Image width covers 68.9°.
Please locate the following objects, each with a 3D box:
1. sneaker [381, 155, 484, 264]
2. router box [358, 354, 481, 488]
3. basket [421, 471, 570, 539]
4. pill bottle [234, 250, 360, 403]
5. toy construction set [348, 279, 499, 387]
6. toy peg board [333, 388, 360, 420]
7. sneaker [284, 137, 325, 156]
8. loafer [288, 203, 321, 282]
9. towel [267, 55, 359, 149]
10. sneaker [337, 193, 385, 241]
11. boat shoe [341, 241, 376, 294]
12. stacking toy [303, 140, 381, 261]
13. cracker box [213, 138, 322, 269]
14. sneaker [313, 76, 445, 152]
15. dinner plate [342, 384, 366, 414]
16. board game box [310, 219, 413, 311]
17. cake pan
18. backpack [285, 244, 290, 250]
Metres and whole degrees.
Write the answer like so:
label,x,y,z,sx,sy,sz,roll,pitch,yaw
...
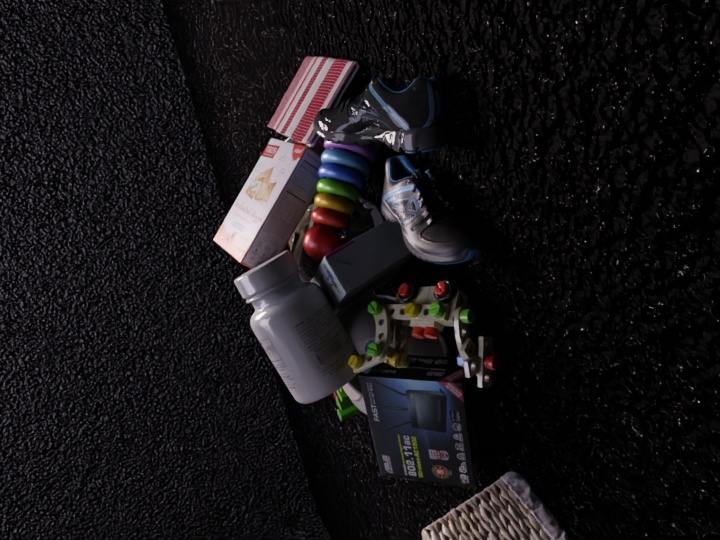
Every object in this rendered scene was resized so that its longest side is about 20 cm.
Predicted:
label,x,y,z,sx,sy,sz,roll,pitch,yaw
sneaker,0.077,-0.076,0.645,0.200,0.073,0.082,47,150,49
router box,0.092,0.220,0.775,0.150,0.062,0.200,-1,116,23
basket,0.190,0.417,0.681,0.200,0.161,0.198,-128,25,-47
pill bottle,-0.092,0.078,0.756,0.200,0.114,0.114,60,162,-8
toy construction set,0.084,0.084,0.688,0.200,0.131,0.092,4,158,33
toy peg board,-0.033,0.231,1.214,0.199,0.098,0.200,57,156,35
sneaker,-0.072,-0.232,0.926,0.200,0.106,0.075,-7,119,42
loafer,-0.093,-0.046,0.936,0.075,0.070,0.200,52,-149,-31
towel,-0.079,-0.276,0.844,0.144,0.023,0.200,-59,34,7
sneaker,-0.037,-0.107,0.906,0.200,0.090,0.067,48,150,48
boat shoe,-0.013,0.006,0.977,0.066,0.074,0.200,110,148,-70
stacking toy,-0.036,-0.111,0.761,0.085,0.085,0.200,3,74,70
cracker box,-0.144,-0.106,0.836,0.058,0.200,0.134,31,179,-37
sneaker,0.021,-0.194,0.643,0.200,0.073,0.082,16,116,40
dinner plate,-0.018,0.176,0.981,0.200,0.024,0.200,42,139,51
board game box,0.000,0.000,0.811,0.064,0.147,0.200,56,159,8
cake pan,0.048,0.123,0.817,0.200,0.037,0.200,10,115,23
backpack,-0.117,0.022,1.050,0.151,0.177,0.200,109,164,-53
